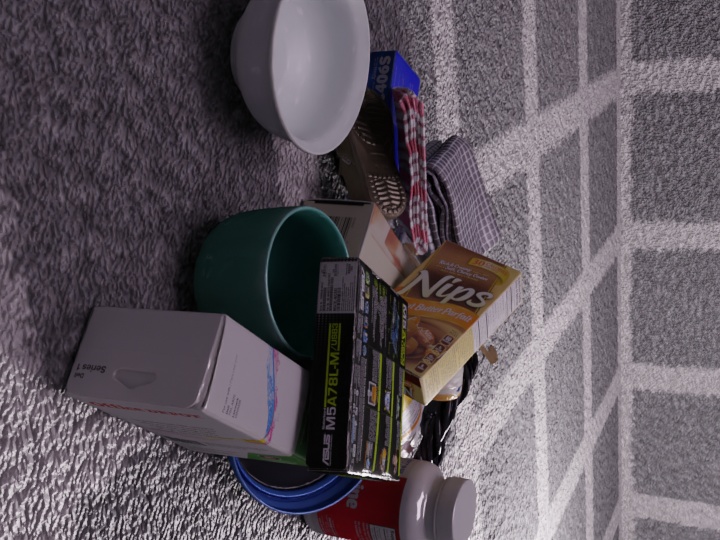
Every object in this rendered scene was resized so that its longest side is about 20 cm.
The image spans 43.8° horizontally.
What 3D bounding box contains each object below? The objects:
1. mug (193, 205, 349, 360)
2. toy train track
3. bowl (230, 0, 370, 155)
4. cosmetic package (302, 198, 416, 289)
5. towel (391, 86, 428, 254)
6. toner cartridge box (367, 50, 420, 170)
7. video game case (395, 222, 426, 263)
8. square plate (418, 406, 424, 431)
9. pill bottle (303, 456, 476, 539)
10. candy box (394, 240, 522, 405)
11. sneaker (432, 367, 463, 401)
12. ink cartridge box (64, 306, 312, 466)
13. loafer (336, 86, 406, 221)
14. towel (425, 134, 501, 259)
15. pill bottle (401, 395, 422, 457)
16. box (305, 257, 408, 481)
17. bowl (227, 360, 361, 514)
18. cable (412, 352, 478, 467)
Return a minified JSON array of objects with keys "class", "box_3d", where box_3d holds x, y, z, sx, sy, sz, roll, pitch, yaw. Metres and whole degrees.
[{"class":"mug","box_3d":[-0.089,0.025,0.915,0.185,0.114,0.152,63,39,-36]},{"class":"toy train track","box_3d":[0.127,0.038,1.209,0.200,0.033,0.115,52,3,7]},{"class":"bowl","box_3d":[-0.074,-0.226,0.946,0.201,0.090,0.201,-32,127,-57]},{"class":"cosmetic package","box_3d":[0.000,0.000,1.122,0.200,0.103,0.087,55,46,-53]},{"class":"towel","box_3d":[0.060,-0.132,1.153,0.146,0.030,0.200,-105,-168,-74]},{"class":"toner cartridge box","box_3d":[0.034,-0.189,1.232,0.095,0.043,0.200,30,66,-61]},{"class":"video game case","box_3d":[0.091,0.038,1.349,0.200,0.022,0.182,59,35,-36]},{"class":"square plate","box_3d":[0.063,0.161,1.352,0.198,0.028,0.200,-28,118,-61]},{"class":"pill bottle","box_3d":[0.037,0.288,1.119,0.112,0.200,0.112,-13,105,-63]},{"class":"candy box","box_3d":[0.091,0.057,1.069,0.200,0.115,0.055,-43,141,-29]},{"class":"sneaker","box_3d":[0.105,0.081,1.191,0.200,0.075,0.088,-102,-168,-57]},{"class":"ink cartridge box","box_3d":[-0.138,0.107,0.805,0.200,0.145,0.084,46,51,-56]},{"class":"loafer","box_3d":[0.002,-0.144,1.129,0.076,0.068,0.200,9,59,-33]},{"class":"towel","box_3d":[0.140,-0.092,1.367,0.200,0.085,0.166,69,27,-18]},{"class":"pill bottle","box_3d":[0.019,0.164,1.162,0.200,0.111,0.111,73,32,-46]},{"class":"box","box_3d":[0.002,0.106,0.897,0.193,0.047,0.200,44,47,-70]},{"class":"bowl","box_3d":[-0.060,0.167,0.995,0.200,0.039,0.201,-7,102,-33]},{"class":"cable","box_3d":[0.121,0.194,1.246,0.163,0.051,0.200,112,2,-47]}]
